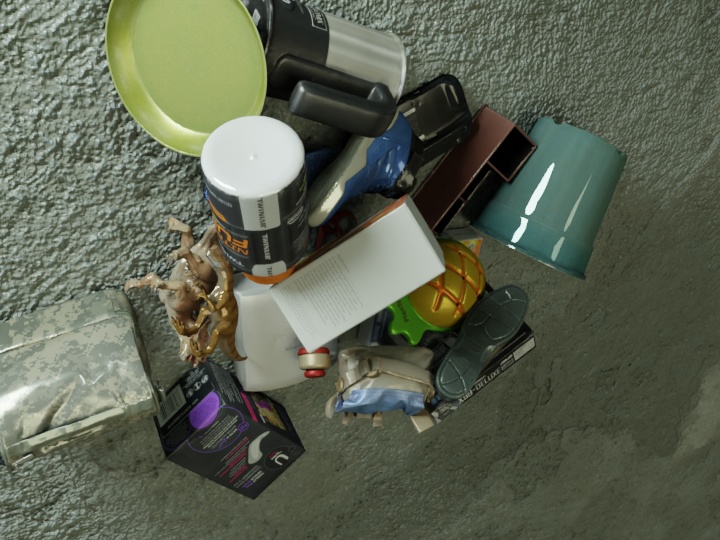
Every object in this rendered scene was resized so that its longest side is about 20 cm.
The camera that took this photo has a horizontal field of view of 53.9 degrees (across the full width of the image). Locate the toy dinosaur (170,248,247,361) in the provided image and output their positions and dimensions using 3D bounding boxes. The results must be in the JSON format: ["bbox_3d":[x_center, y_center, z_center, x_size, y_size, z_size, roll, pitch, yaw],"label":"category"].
[{"bbox_3d":[-0.177,0.072,0.901,0.106,0.060,0.202,-30,134,-37],"label":"toy dinosaur"}]

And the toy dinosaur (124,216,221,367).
[{"bbox_3d":[-0.213,0.013,0.931,0.135,0.086,0.201,26,101,-40],"label":"toy dinosaur"}]

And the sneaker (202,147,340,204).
[{"bbox_3d":[-0.111,-0.122,0.918,0.199,0.078,0.071,-27,132,-42],"label":"sneaker"}]

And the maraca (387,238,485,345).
[{"bbox_3d":[0.108,0.029,1.047,0.199,0.107,0.138,-26,89,-32],"label":"maraca"}]

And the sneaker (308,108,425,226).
[{"bbox_3d":[0.014,-0.115,0.922,0.111,0.076,0.201,43,67,-26],"label":"sneaker"}]

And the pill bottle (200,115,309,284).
[{"bbox_3d":[-0.109,-0.064,0.778,0.105,0.107,0.201,-24,152,-16],"label":"pill bottle"}]

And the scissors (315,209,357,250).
[{"bbox_3d":[-0.050,-0.079,0.963,0.073,0.014,0.200,-38,155,-4],"label":"scissors"}]

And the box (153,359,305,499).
[{"bbox_3d":[-0.198,0.244,1.078,0.122,0.106,0.200,-42,133,3],"label":"box"}]

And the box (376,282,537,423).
[{"bbox_3d":[0.149,0.114,1.105,0.199,0.158,0.050,-36,144,-4],"label":"box"}]

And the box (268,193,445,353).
[{"bbox_3d":[0.000,0.000,0.903,0.199,0.124,0.098,-31,97,10],"label":"box"}]

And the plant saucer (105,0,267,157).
[{"bbox_3d":[-0.181,-0.223,0.753,0.031,0.198,0.202,-49,152,-55],"label":"plant saucer"}]

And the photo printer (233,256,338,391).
[{"bbox_3d":[-0.112,0.087,1.050,0.165,0.069,0.202,-14,126,-23],"label":"photo printer"}]

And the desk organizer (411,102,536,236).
[{"bbox_3d":[0.164,-0.139,1.061,0.071,0.077,0.201,30,102,-41],"label":"desk organizer"}]

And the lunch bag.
[{"bbox_3d":[-0.355,0.139,0.870,0.198,0.168,0.140,-17,128,-20],"label":"lunch bag"}]

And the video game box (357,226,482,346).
[{"bbox_3d":[0.096,0.033,1.158,0.181,0.047,0.202,-9,124,-29],"label":"video game box"}]

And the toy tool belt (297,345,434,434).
[{"bbox_3d":[0.009,0.172,1.009,0.198,0.125,0.124,2,76,-13],"label":"toy tool belt"}]

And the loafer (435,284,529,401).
[{"bbox_3d":[0.172,0.106,1.034,0.200,0.072,0.063,-49,166,-18],"label":"loafer"}]

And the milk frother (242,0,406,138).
[{"bbox_3d":[-0.070,-0.200,0.847,0.187,0.182,0.200,7,149,-34],"label":"milk frother"}]

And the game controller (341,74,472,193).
[{"bbox_3d":[0.069,-0.193,1.001,0.199,0.042,0.105,-32,117,-10],"label":"game controller"}]

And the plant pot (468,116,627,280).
[{"bbox_3d":[0.301,-0.117,1.096,0.199,0.200,0.197,18,102,-38],"label":"plant pot"}]
